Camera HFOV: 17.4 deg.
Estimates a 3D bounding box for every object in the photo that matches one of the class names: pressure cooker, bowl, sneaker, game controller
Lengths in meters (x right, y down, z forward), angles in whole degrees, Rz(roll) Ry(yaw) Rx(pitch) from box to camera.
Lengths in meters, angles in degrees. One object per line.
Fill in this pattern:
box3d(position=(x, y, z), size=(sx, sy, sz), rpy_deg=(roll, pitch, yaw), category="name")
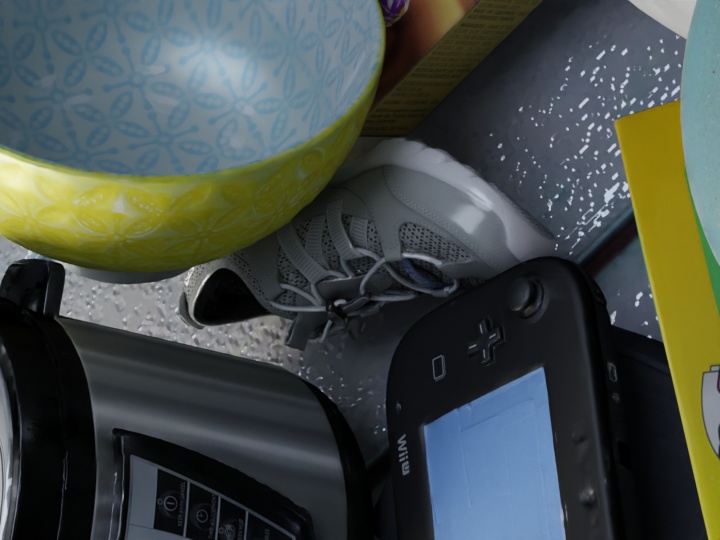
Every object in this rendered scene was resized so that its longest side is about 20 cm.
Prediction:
box3d(position=(-0.117, 0.108, 0.909), size=(0.179, 0.199, 0.177), rpy_deg=(-52, 39, 31), category="pressure cooker")
box3d(position=(-0.093, -0.060, 0.943), size=(0.200, 0.199, 0.108), rpy_deg=(55, 149, 40), category="bowl")
box3d(position=(0.000, 0.000, 0.960), size=(0.199, 0.075, 0.082), rpy_deg=(-1, 58, 52), category="sneaker")
box3d(position=(0.054, 0.097, 0.837), size=(0.104, 0.042, 0.201), rpy_deg=(-23, 57, 31), category="game controller")

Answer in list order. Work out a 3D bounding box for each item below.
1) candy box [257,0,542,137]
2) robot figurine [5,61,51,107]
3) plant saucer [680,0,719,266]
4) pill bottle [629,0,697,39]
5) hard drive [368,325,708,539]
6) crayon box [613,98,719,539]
box3d(position=(0.039, -0.163, 0.971), size=(0.200, 0.056, 0.117), rpy_deg=(-44, 69, 27), category="candy box")
box3d(position=(-0.160, -0.132, 1.066), size=(0.115, 0.200, 0.176), rpy_deg=(-14, 44, 37), category="robot figurine")
box3d(position=(0.194, -0.049, 0.685), size=(0.201, 0.199, 0.027), rpy_deg=(-61, 5, 2), category="plant saucer")
box3d(position=(0.167, -0.159, 0.748), size=(0.113, 0.113, 0.201), rpy_deg=(29, 92, 44), category="pill bottle")
box3d(position=(0.091, 0.089, 0.867), size=(0.199, 0.042, 0.136), rpy_deg=(23, 88, 44), category="hard drive")
box3d(position=(0.188, 0.021, 0.772), size=(0.171, 0.058, 0.201), rpy_deg=(-17, 59, 14), category="crayon box")
